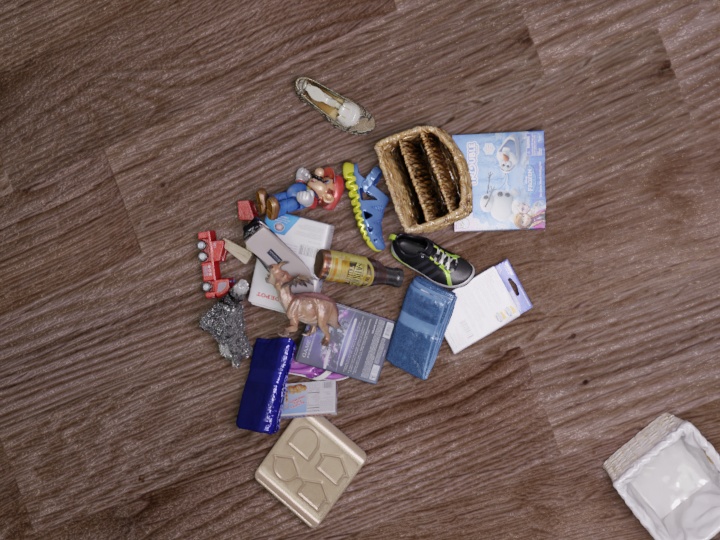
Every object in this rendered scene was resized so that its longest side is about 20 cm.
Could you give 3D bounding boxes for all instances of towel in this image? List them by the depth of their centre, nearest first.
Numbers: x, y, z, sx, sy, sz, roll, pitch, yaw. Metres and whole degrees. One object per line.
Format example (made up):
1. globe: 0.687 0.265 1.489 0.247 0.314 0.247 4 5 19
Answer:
1. towel: 0.127 0.123 1.543 0.109 0.048 0.205 23 108 19
2. towel: -0.200 0.245 1.557 0.049 0.146 0.206 22 74 -31

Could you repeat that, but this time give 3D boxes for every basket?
1. basket: 0.627 0.423 1.461 0.199 0.161 0.199 -41 87 7
2. basket: 0.141 -0.189 1.478 0.140 0.148 0.205 -22 81 26

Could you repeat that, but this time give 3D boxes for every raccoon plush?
1. raccoon plush: -0.268 0.124 1.561 0.096 0.200 0.135 -38 88 -34

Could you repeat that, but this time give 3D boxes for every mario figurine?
1. mario figurine: -0.121 -0.178 1.532 0.196 0.107 0.125 -19 69 -32

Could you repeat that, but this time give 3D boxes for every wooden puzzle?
1. wooden puzzle: -0.109 0.431 1.612 0.184 0.046 0.202 38 91 4

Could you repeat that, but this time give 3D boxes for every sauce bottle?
1. sauce bottle: 0.000 0.000 1.535 0.195 0.066 0.068 8 93 -23

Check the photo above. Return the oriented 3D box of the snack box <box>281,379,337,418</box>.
1. snack box: -0.146 0.286 1.597 0.194 0.024 0.074 -6 63 12

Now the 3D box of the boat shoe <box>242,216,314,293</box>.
1. boat shoe: -0.169 -0.030 1.508 0.074 0.093 0.201 -36 116 2

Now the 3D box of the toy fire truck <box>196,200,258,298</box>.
1. toy fire truck: -0.289 -0.045 1.612 0.137 0.049 0.206 -7 91 7

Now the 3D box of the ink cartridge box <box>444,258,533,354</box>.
1. ink cartridge box: 0.256 0.076 1.554 0.197 0.042 0.121 -31 87 10

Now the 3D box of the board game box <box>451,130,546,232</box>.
1. board game box: 0.292 -0.187 1.538 0.193 0.043 0.207 -2 92 9

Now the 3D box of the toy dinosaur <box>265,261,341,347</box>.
1. toy dinosaur: -0.102 0.070 1.469 0.196 0.085 0.139 17 93 -27

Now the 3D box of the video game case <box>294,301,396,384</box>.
1. video game case: -0.031 0.152 1.563 0.195 0.019 0.147 18 94 -18

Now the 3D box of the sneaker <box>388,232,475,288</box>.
1. sneaker: 0.147 -0.023 1.529 0.195 0.083 0.073 20 73 10

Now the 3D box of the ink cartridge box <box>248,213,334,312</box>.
1. ink cartridge box: -0.148 -0.016 1.578 0.142 0.086 0.206 14 95 6

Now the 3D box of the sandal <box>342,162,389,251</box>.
1. sandal: 0.024 -0.142 1.559 0.085 0.079 0.206 -15 92 4

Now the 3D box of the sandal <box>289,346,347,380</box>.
1. sandal: -0.090 0.206 1.596 0.196 0.050 0.085 -4 93 6

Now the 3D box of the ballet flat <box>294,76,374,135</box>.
1. ballet flat: -0.060 -0.354 1.560 0.197 0.075 0.069 32 95 5
